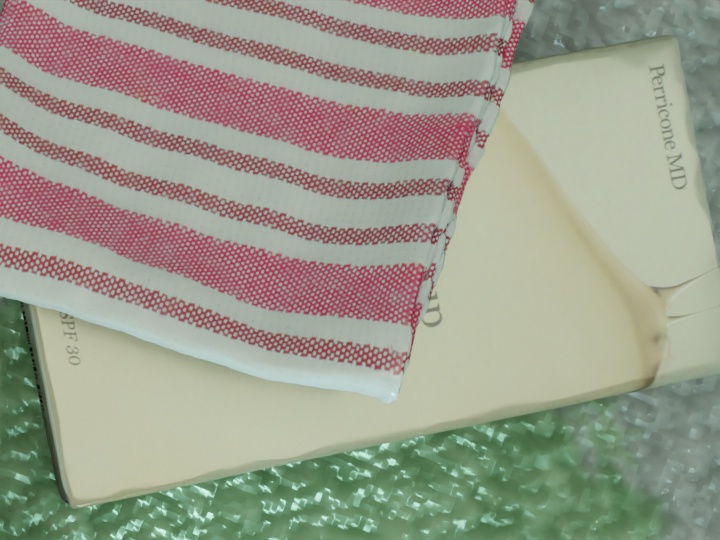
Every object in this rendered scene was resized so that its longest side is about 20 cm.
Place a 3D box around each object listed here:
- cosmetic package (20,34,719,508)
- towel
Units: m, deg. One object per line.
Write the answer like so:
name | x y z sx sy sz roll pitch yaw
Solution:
cosmetic package | 0.000 0.000 0.884 0.199 0.073 0.104 -12 90 -8
towel | -0.032 -0.065 0.842 0.145 0.030 0.201 14 57 9
